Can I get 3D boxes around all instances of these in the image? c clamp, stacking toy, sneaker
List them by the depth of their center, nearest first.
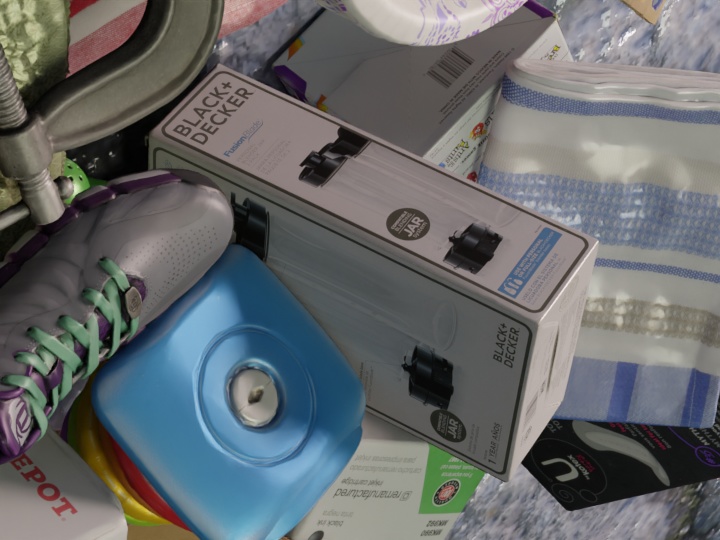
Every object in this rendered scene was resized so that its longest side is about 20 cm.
[{"bbox_3d":[-0.126,-0.108,0.806,0.170,0.027,0.201,-27,124,-25],"label":"c clamp"},{"bbox_3d":[-0.124,0.036,0.849,0.200,0.088,0.075,-32,132,-14],"label":"sneaker"},{"bbox_3d":[-0.101,0.079,0.996,0.200,0.110,0.116,-24,-160,51],"label":"stacking toy"}]

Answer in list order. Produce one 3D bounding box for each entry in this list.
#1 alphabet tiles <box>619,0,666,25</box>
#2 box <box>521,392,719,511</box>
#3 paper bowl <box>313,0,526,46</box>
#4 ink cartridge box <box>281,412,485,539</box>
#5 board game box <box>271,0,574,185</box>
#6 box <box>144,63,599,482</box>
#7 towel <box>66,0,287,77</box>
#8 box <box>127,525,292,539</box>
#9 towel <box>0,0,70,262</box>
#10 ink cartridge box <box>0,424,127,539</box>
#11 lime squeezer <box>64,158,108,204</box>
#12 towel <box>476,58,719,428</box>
[{"bbox_3d":[0.168,-0.212,1.088,0.168,0.008,0.200,-66,162,6],"label":"alphabet tiles"},{"bbox_3d":[0.160,0.043,1.186,0.200,0.122,0.106,-23,-155,53],"label":"box"},{"bbox_3d":[0.023,-0.198,0.845,0.200,0.104,0.201,-35,143,-31],"label":"paper bowl"},{"bbox_3d":[-0.033,0.154,1.208,0.146,0.084,0.201,8,117,-52],"label":"ink cartridge box"},{"bbox_3d":[0.054,-0.059,1.080,0.105,0.103,0.200,-45,146,-9],"label":"board game box"},{"bbox_3d":[0.000,0.000,0.975,0.060,0.199,0.117,-51,158,-37],"label":"box"},{"bbox_3d":[-0.087,-0.162,0.885,0.144,0.023,0.201,-34,144,-24],"label":"towel"},{"bbox_3d":[-0.121,0.205,1.121,0.163,0.021,0.200,30,103,-14],"label":"box"},{"bbox_3d":[-0.182,-0.035,0.848,0.148,0.036,0.201,-14,126,-28],"label":"towel"},{"bbox_3d":[-0.219,0.128,0.903,0.199,0.145,0.084,-25,140,-34],"label":"ink cartridge box"},{"bbox_3d":[-0.160,-0.016,0.944,0.200,0.038,0.071,-30,174,-29],"label":"lime squeezer"},{"bbox_3d":[0.122,-0.008,1.022,0.146,0.024,0.201,5,124,-8],"label":"towel"}]
